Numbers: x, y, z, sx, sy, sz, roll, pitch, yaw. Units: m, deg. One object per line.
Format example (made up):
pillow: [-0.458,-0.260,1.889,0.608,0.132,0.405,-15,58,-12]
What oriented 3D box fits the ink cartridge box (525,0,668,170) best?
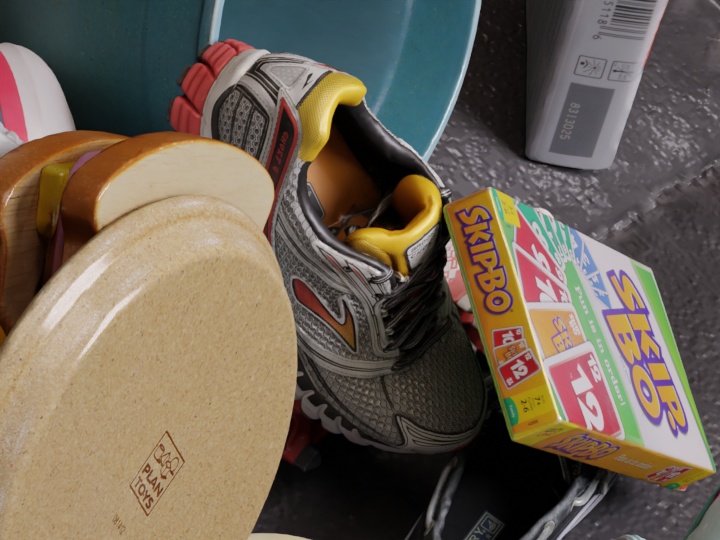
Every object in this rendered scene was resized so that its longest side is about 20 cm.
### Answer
ink cartridge box: [0.114,-0.173,1.354,0.050,0.162,0.200,10,51,-4]

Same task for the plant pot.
plant pot: [-0.078,-0.126,1.221,0.188,0.200,0.200,17,43,30]

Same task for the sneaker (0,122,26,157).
sneaker: [-0.118,0.002,1.045,0.200,0.080,0.078,36,0,-43]

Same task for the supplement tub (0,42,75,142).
supplement tub: [-0.219,-0.020,1.126,0.199,0.140,0.141,-2,54,-21]

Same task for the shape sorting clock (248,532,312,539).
shape sorting clock: [-0.016,0.193,1.070,0.200,0.039,0.201,22,54,-33]

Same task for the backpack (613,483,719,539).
backpack: [0.140,0.178,1.074,0.153,0.176,0.200,22,38,-2]

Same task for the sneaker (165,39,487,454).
sneaker: [0.000,0.000,1.110,0.082,0.200,0.078,8,51,43]

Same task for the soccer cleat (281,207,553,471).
soccer cleat: [0.007,0.012,1.233,0.085,0.069,0.200,40,50,23]

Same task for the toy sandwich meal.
toy sandwich meal: [-0.095,0.050,0.965,0.070,0.206,0.205,23,45,27]

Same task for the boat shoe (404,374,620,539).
boat shoe: [0.073,0.072,1.206,0.074,0.068,0.199,36,50,10]

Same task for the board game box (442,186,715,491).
board game box: [0.093,0.032,1.150,0.030,0.200,0.096,-22,72,18]
